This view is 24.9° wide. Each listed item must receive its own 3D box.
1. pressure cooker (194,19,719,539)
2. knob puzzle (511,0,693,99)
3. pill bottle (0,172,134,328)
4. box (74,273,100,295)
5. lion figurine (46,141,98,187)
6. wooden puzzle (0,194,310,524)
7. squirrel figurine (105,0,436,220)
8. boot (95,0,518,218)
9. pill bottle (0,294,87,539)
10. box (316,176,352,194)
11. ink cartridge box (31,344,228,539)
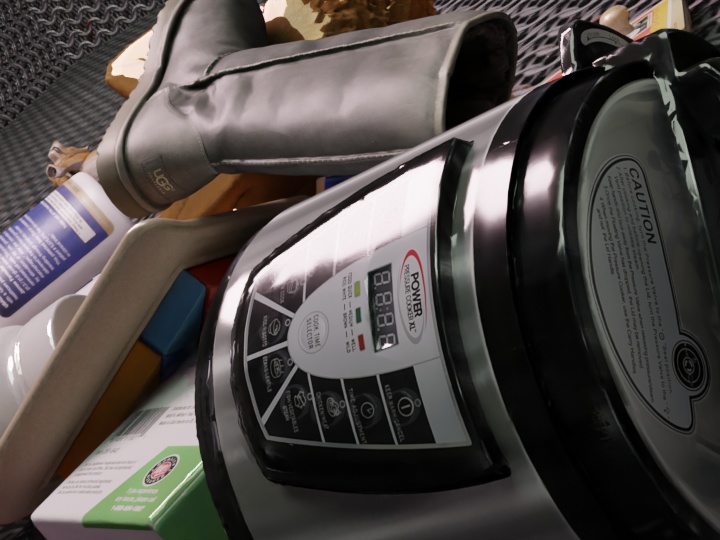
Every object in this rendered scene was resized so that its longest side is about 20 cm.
[{"bbox_3d":[0.068,0.028,0.518,0.200,0.176,0.179,-22,20,40],"label":"pressure cooker"},{"bbox_3d":[0.111,-0.108,1.004,0.219,0.030,0.220,-36,8,6],"label":"knob puzzle"},{"bbox_3d":[-0.276,0.019,1.379,0.200,0.111,0.111,-40,16,-9],"label":"pill bottle"},{"bbox_3d":[-0.153,0.037,1.147,0.117,0.060,0.200,-39,16,-22],"label":"box"},{"bbox_3d":[-0.296,-0.131,1.931,0.199,0.073,0.122,-13,13,25],"label":"lion figurine"},{"bbox_3d":[-0.100,0.046,0.867,0.185,0.037,0.200,-56,-16,16],"label":"wooden puzzle"},{"bbox_3d":[-0.023,-0.090,0.988,0.200,0.187,0.142,-40,56,17],"label":"squirrel figurine"},{"bbox_3d":[-0.019,-0.101,0.801,0.200,0.073,0.182,-15,42,33],"label":"boot"},{"bbox_3d":[-0.224,0.105,1.011,0.200,0.114,0.114,-35,16,24],"label":"pill bottle"},{"bbox_3d":[0.072,-0.039,0.828,0.121,0.033,0.200,-1,-1,-26],"label":"box"},{"bbox_3d":[-0.039,0.076,0.772,0.200,0.084,0.145,-47,17,-27],"label":"ink cartridge box"}]
